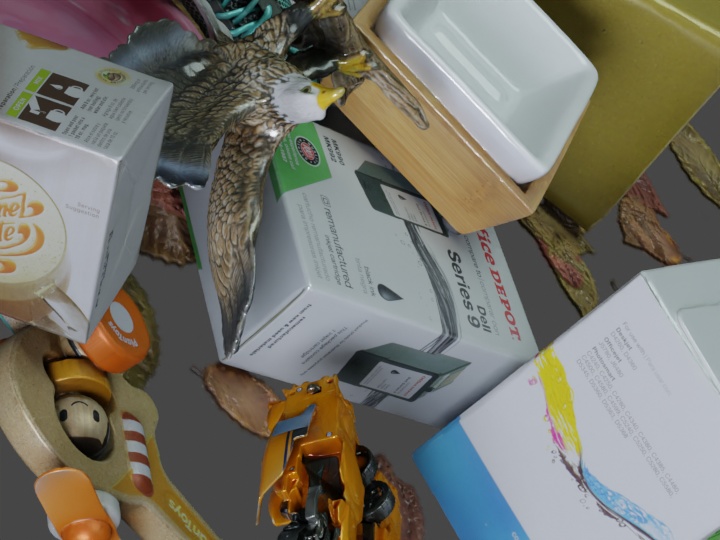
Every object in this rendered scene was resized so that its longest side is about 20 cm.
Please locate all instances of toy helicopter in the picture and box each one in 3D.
[{"bbox_3d":[-0.112,0.112,1.131,0.200,0.079,0.132,50,21,-22],"label":"toy helicopter"}]

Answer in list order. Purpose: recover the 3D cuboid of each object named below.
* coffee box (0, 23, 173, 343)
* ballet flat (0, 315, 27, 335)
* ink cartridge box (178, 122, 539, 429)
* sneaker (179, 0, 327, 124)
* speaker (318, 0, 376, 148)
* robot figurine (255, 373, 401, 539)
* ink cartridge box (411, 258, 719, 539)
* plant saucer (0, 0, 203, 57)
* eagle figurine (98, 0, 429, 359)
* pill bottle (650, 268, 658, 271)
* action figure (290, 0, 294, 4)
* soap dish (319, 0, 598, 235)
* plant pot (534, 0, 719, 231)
[{"bbox_3d":[-0.201,-0.060,1.087,0.199,0.115,0.080,20,37,4],"label":"coffee box"},{"bbox_3d":[-0.181,-0.035,1.201,0.200,0.067,0.068,54,37,4],"label":"ballet flat"},{"bbox_3d":[0.000,0.000,1.383,0.200,0.084,0.146,19,42,-41],"label":"ink cartridge box"},{"bbox_3d":[-0.065,-0.153,1.401,0.091,0.077,0.200,56,0,33],"label":"sneaker"},{"bbox_3d":[-0.006,-0.122,1.517,0.081,0.081,0.200,24,38,-35],"label":"speaker"},{"bbox_3d":[-0.017,0.158,1.187,0.200,0.058,0.145,-84,154,-51],"label":"robot figurine"},{"bbox_3d":[0.169,0.107,1.365,0.147,0.200,0.146,-7,61,-54],"label":"ink cartridge box"},{"bbox_3d":[-0.179,-0.138,1.310,0.200,0.051,0.201,28,25,-14],"label":"plant saucer"},{"bbox_3d":[-0.064,-0.076,1.222,0.152,0.151,0.200,38,65,5],"label":"eagle figurine"},{"bbox_3d":[0.228,0.103,1.532,0.200,0.114,0.114,49,30,0],"label":"pill bottle"},{"bbox_3d":[-0.082,-0.261,1.504,0.134,0.149,0.200,22,9,-12],"label":"action figure"},{"bbox_3d":[0.063,-0.119,1.440,0.157,0.081,0.200,46,28,-7],"label":"soap dish"},{"bbox_3d":[0.149,-0.193,1.700,0.200,0.194,0.196,31,34,-12],"label":"plant pot"}]
